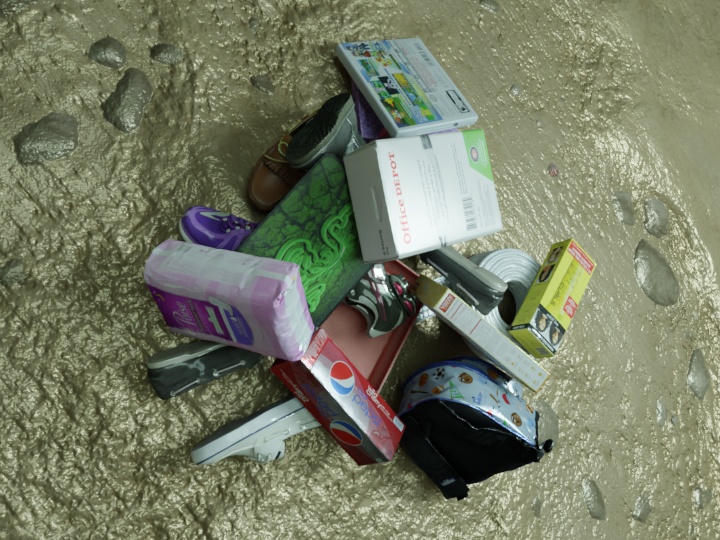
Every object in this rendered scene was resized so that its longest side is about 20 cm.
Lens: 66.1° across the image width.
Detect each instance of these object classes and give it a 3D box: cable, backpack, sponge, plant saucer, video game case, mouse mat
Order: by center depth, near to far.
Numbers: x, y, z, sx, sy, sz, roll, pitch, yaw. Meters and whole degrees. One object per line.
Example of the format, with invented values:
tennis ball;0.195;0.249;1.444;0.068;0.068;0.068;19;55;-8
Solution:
mouse mat;-0.056;-0.033;0.742;0.200;0.008;0.161;-47;114;-5
backpack;0.150;0.217;0.823;0.189;0.200;0.156;32;37;-20
plant saucer;-0.015;0.052;0.846;0.198;0.037;0.202;34;69;-9
video game case;0.077;-0.309;0.921;0.180;0.022;0.202;-18;67;-32
cable;0.250;0.062;0.956;0.197;0.069;0.204;10;77;-25
sponge;0.080;-0.271;0.959;0.196;0.030;0.114;-1;82;-25

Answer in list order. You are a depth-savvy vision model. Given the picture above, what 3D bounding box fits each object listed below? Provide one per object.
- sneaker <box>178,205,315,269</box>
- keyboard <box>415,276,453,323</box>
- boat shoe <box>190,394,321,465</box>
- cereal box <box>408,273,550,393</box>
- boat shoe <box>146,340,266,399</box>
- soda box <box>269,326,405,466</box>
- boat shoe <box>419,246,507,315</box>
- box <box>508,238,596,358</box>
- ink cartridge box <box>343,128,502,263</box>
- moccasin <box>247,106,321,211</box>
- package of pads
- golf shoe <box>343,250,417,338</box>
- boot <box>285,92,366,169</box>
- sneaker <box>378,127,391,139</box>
sneaker;-0.150;-0.048;0.766;0.197;0.084;0.082;21;52;-7
keyboard;0.093;0.057;0.919;0.197;0.011;0.057;-19;89;-27
boat shoe;-0.128;0.227;0.755;0.198;0.071;0.071;-20;87;-33
cereal box;0.168;0.087;0.813;0.199;0.144;0.040;39;90;-11
boat shoe;-0.182;0.118;0.744;0.196;0.067;0.058;-14;105;-14
soda box;-0.028;0.174;0.756;0.201;0.069;0.064;52;44;-16
boat shoe;0.138;-0.005;0.881;0.066;0.199;0.058;-3;125;-56
box;0.325;0.045;0.931;0.075;0.050;0.201;43;63;-13
ink cartridge box;0.087;-0.103;0.753;0.197;0.083;0.149;-14;94;-34
moccasin;-0.096;-0.172;0.831;0.074;0.077;0.202;46;66;-11
package of pads;-0.160;0.036;0.686;0.196;0.122;0.076;11;46;18
golf shoe;0.000;0.000;0.805;0.087;0.077;0.202;-35;91;-18
boot;-0.015;-0.135;0.821;0.183;0.071;0.202;-56;136;-37
sneaker;0.107;-0.151;0.887;0.086;0.074;0.202;-15;68;-35
